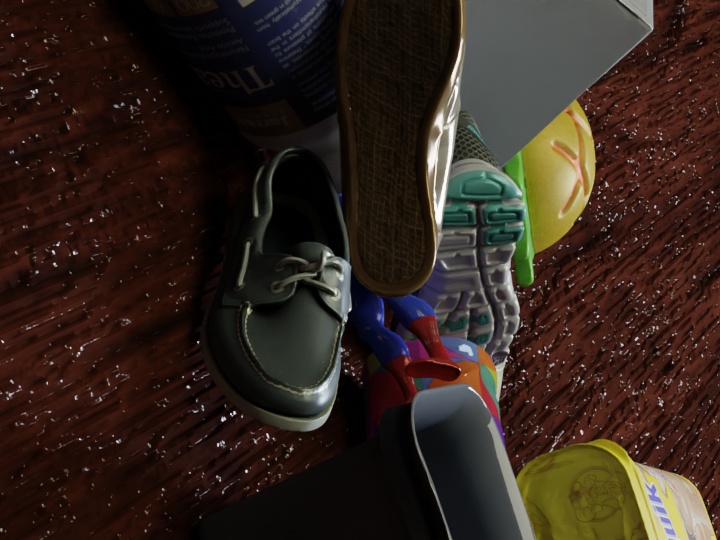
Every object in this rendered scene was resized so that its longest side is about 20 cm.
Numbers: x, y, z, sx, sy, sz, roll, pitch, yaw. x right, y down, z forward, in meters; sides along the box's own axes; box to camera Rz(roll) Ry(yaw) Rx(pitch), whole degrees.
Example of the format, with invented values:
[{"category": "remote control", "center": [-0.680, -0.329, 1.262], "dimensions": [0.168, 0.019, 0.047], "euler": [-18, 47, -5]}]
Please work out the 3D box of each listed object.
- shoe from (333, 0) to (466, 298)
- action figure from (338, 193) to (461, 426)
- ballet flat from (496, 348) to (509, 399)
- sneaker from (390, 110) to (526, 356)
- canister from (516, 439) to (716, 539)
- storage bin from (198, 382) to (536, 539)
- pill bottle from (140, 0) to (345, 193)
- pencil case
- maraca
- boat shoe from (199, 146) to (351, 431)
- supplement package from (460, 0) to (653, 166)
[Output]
[{"category": "shoe", "center": [0.019, -0.086, 1.549], "dimensions": [0.053, 0.070, 0.200], "euler": [-41, 136, -88]}, {"category": "action figure", "center": [0.000, 0.000, 1.630], "dimensions": [0.052, 0.065, 0.200], "euler": [4, 41, -24]}, {"category": "ballet flat", "center": [0.059, 0.005, 1.789], "dimensions": [0.200, 0.069, 0.069], "euler": [68, 19, -4]}, {"category": "sneaker", "center": [0.052, -0.015, 1.682], "dimensions": [0.200, 0.078, 0.091], "euler": [102, -22, -48]}, {"category": "canister", "center": [0.179, 0.195, 1.890], "dimensions": [0.200, 0.087, 0.149], "euler": [21, 51, -67]}, {"category": "storage bin", "center": [0.011, 0.173, 1.376], "dimensions": [0.200, 0.134, 0.146], "euler": [70, 19, 6]}, {"category": "pill bottle", "center": [-0.045, -0.137, 1.585], "dimensions": [0.200, 0.111, 0.111], "euler": [53, 24, -38]}, {"category": "pencil case", "center": [0.049, 0.130, 1.609], "dimensions": [0.088, 0.088, 0.200], "euler": [49, 29, -46]}, {"category": "maraca", "center": [0.104, -0.067, 1.909], "dimensions": [0.200, 0.107, 0.137], "euler": [-84, 164, -69]}, {"category": "boat shoe", "center": [-0.039, 0.006, 1.483], "dimensions": [0.073, 0.062, 0.200], "euler": [16, 32, -11]}, {"category": "supplement package", "center": [0.055, -0.183, 1.748], "dimensions": [0.200, 0.156, 0.111], "euler": [39, 27, -17]}]
